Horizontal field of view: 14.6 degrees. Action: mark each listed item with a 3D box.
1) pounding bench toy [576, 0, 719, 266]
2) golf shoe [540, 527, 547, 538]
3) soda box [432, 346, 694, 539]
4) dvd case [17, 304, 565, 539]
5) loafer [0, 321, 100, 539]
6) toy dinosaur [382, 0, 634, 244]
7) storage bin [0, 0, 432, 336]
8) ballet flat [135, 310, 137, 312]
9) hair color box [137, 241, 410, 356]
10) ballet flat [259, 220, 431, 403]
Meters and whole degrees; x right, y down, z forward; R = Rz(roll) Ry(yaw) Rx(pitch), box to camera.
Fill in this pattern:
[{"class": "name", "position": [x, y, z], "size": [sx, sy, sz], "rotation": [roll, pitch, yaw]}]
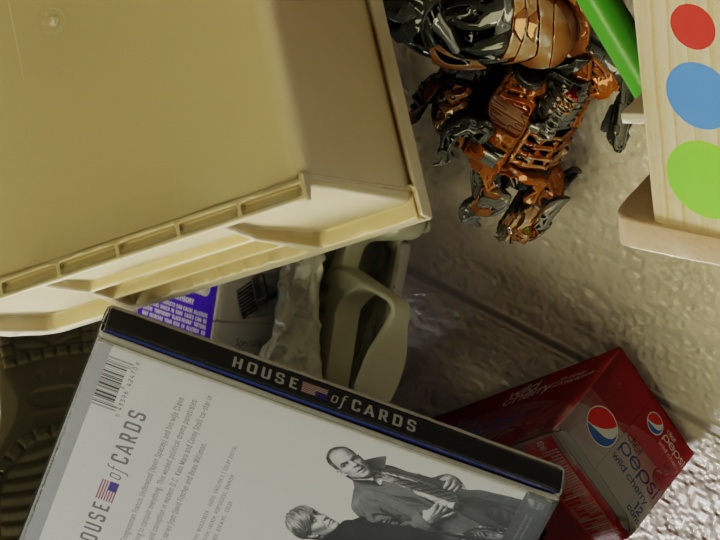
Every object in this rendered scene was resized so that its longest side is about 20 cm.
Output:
[{"class": "pounding bench toy", "position": [0.140, -0.087, 1.064], "size": [0.199, 0.124, 0.157], "rotation": [13, 127, 31]}, {"class": "golf shoe", "position": [0.038, 0.169, 1.263], "size": [0.094, 0.078, 0.201], "rotation": [20, 136, 21]}, {"class": "soda box", "position": [0.054, 0.103, 1.305], "size": [0.200, 0.070, 0.064], "rotation": [-23, 107, 45]}, {"class": "dvd case", "position": [-0.034, 0.106, 1.175], "size": [0.199, 0.025, 0.151], "rotation": [21, 128, -5]}, {"class": "loafer", "position": [-0.148, 0.098, 1.398], "size": [0.076, 0.201, 0.068], "rotation": [-4, 142, 3]}, {"class": "toy dinosaur", "position": [0.054, -0.108, 1.161], "size": [0.135, 0.102, 0.201], "rotation": [13, 105, 13]}, {"class": "storage bin", "position": [-0.098, -0.093, 1.116], "size": [0.198, 0.094, 0.201], "rotation": [-17, 80, 26]}, {"class": "ballet flat", "position": [-0.088, 0.049, 1.394], "size": [0.066, 0.057, 0.201], "rotation": [5, 120, 5]}, {"class": "hair color box", "position": [-0.050, 0.077, 1.274], "size": [0.065, 0.109, 0.201], "rotation": [18, 101, 48]}, {"class": "ballet flat", "position": [0.000, 0.000, 1.213], "size": [0.071, 0.072, 0.201], "rotation": [7, 88, 34]}]
